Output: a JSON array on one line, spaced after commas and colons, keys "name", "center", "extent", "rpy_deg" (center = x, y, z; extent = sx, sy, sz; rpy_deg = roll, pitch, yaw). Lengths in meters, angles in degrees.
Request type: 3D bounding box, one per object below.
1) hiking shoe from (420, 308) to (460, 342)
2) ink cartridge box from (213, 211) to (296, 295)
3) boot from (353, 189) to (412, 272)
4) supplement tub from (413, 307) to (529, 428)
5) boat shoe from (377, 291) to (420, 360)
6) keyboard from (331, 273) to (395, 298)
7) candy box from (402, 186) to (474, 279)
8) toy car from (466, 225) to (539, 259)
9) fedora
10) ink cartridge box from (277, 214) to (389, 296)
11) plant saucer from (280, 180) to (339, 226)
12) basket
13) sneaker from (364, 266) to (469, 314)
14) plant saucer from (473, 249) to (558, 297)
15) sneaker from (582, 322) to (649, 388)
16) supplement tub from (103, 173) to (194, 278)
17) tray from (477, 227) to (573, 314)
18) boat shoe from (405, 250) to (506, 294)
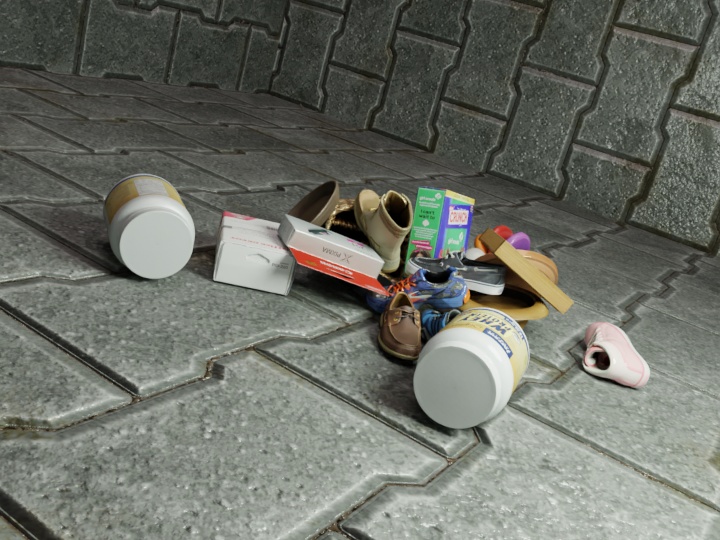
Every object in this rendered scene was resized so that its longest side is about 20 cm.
[{"name": "hiking shoe", "center": [0.160, 0.105, 1.383], "extent": [0.074, 0.087, 0.200], "rpy_deg": [10, 18, -19]}, {"name": "ink cartridge box", "center": [-0.205, -0.036, 1.504], "extent": [0.145, 0.085, 0.200], "rpy_deg": [12, 16, -13]}, {"name": "boot", "center": [0.046, -0.118, 1.575], "extent": [0.073, 0.156, 0.200], "rpy_deg": [-6, 57, -16]}, {"name": "supplement tub", "center": [0.168, 0.145, 1.174], "extent": [0.144, 0.145, 0.200], "rpy_deg": [21, 18, 17]}, {"name": "boat shoe", "center": [0.070, 0.094, 1.369], "extent": [0.072, 0.068, 0.200], "rpy_deg": [14, 18, -7]}, {"name": "keyboard", "center": [0.000, 0.000, 1.586], "extent": [0.200, 0.021, 0.127], "rpy_deg": [34, 45, 17]}, {"name": "candy box", "center": [0.173, -0.072, 1.691], "extent": [0.077, 0.201, 0.169], "rpy_deg": [9, 3, 29]}, {"name": "toy car", "center": [0.345, -0.025, 1.837], "extent": [0.175, 0.150, 0.200], "rpy_deg": [0, 24, -43]}, {"name": "fedora", "center": [0.270, 0.087, 1.543], "extent": [0.200, 0.082, 0.201], "rpy_deg": [6, 21, -2]}, {"name": "ink cartridge box", "center": [-0.046, -0.031, 1.469], "extent": [0.200, 0.044, 0.174], "rpy_deg": [20, 13, -25]}, {"name": "plant saucer", "center": [-0.117, -0.116, 1.698], "extent": [0.029, 0.200, 0.200], "rpy_deg": [46, 8, -20]}, {"name": "basket", "center": [0.014, -0.068, 1.687], "extent": [0.199, 0.143, 0.149], "rpy_deg": [15, 18, -11]}, {"name": "sneaker", "center": [0.105, 0.032, 1.486], "extent": [0.199, 0.079, 0.075], "rpy_deg": [-10, 34, 4]}, {"name": "plant saucer", "center": [0.318, 0.023, 1.657], "extent": [0.200, 0.200, 0.032], "rpy_deg": [12, 57, -13]}, {"name": "sneaker", "center": [0.472, 0.152, 1.527], "extent": [0.104, 0.076, 0.200], "rpy_deg": [15, 21, -19]}, {"name": "supplement tub", "center": [-0.376, -0.080, 1.387], "extent": [0.144, 0.145, 0.200], "rpy_deg": [7, 20, -26]}, {"name": "tray", "center": [0.323, 0.001, 1.528], "extent": [0.200, 0.037, 0.099], "rpy_deg": [40, 7, -20]}, {"name": "boat shoe", "center": [0.190, -0.008, 1.548], "extent": [0.200, 0.068, 0.072], "rpy_deg": [14, 21, 18]}]
